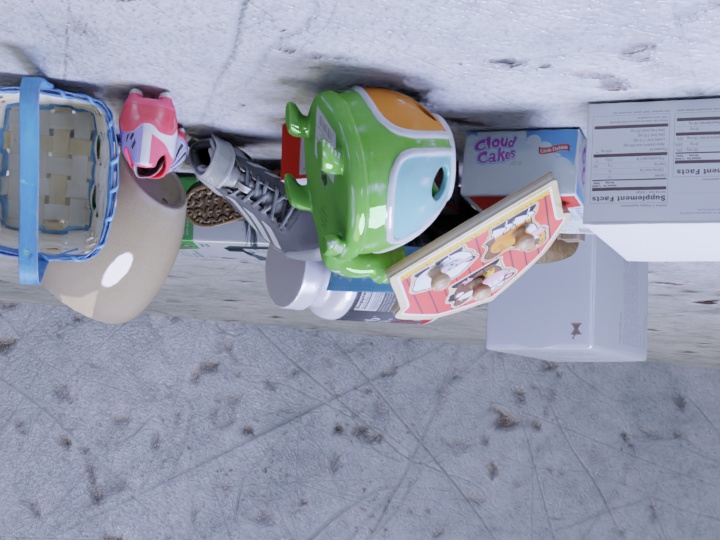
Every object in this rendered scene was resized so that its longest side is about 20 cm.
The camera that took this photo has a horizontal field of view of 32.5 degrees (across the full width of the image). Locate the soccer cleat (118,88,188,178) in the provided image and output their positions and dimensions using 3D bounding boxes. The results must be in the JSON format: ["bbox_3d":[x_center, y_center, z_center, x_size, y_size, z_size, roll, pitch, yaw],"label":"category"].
[{"bbox_3d":[-0.206,-0.117,1.213,0.066,0.077,0.200,8,170,-6],"label":"soccer cleat"}]

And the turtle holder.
[{"bbox_3d":[0.014,-0.071,1.087,0.131,0.187,0.141,-11,-170,-18],"label":"turtle holder"}]

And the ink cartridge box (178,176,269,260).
[{"bbox_3d":[-0.141,-0.062,1.547,0.199,0.084,0.147,2,172,5],"label":"ink cartridge box"}]

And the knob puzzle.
[{"bbox_3d":[0.121,0.000,1.190,0.219,0.031,0.220,-26,157,-12],"label":"knob puzzle"}]

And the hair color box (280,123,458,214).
[{"bbox_3d":[0.014,-0.103,1.267,0.110,0.064,0.200,-3,169,26],"label":"hair color box"}]

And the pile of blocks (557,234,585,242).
[{"bbox_3d":[0.196,-0.059,1.485,0.199,0.063,0.082,4,172,-1],"label":"pile of blocks"}]

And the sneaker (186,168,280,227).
[{"bbox_3d":[-0.107,-0.092,1.433,0.199,0.068,0.090,-5,-165,-8],"label":"sneaker"}]

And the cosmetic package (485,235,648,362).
[{"bbox_3d":[0.298,0.040,1.760,0.167,0.168,0.200,-2,171,34],"label":"cosmetic package"}]

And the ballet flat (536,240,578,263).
[{"bbox_3d":[0.184,-0.052,1.588,0.199,0.068,0.072,7,153,6],"label":"ballet flat"}]

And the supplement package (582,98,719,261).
[{"bbox_3d":[0.303,-0.077,1.140,0.155,0.112,0.200,0,170,24],"label":"supplement package"}]

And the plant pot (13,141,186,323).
[{"bbox_3d":[-0.268,-0.062,1.348,0.134,0.201,0.200,-39,152,23],"label":"plant pot"}]

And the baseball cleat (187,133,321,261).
[{"bbox_3d":[-0.109,-0.075,1.271,0.200,0.070,0.106,33,-177,32],"label":"baseball cleat"}]

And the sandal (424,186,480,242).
[{"bbox_3d":[0.097,-0.051,1.379,0.075,0.048,0.201,-13,-161,0],"label":"sandal"}]

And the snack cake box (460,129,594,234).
[{"bbox_3d":[0.183,-0.088,1.275,0.114,0.068,0.200,2,172,18],"label":"snack cake box"}]

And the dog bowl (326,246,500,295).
[{"bbox_3d":[0.058,0.001,1.311,0.199,0.050,0.111,2,179,-32],"label":"dog bowl"}]

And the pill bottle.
[{"bbox_3d":[0.000,0.000,1.406,0.199,0.117,0.116,4,173,-32],"label":"pill bottle"}]

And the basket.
[{"bbox_3d":[-0.292,-0.091,1.130,0.138,0.178,0.200,4,-169,-5],"label":"basket"}]
